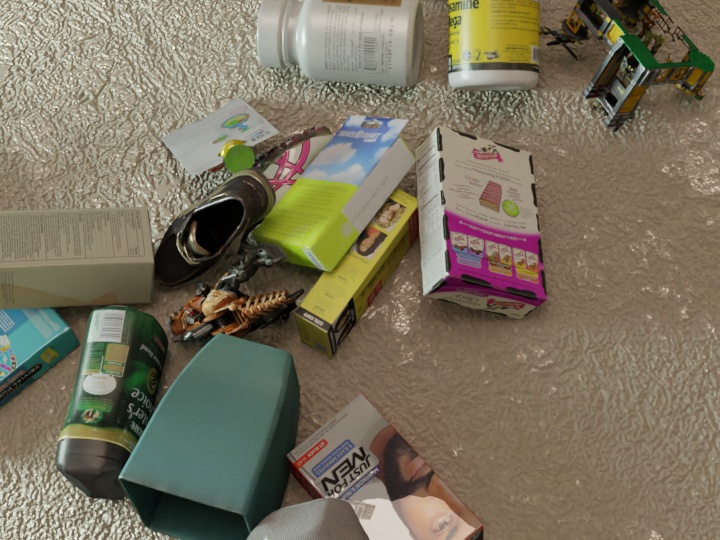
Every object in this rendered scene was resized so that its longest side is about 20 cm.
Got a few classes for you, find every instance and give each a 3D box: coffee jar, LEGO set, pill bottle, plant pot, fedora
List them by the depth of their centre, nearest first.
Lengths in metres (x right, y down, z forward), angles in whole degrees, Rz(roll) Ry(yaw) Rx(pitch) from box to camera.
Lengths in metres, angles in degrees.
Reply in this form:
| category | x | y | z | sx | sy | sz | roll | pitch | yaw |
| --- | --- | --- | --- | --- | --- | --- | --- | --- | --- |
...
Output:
| category | x | y | z | sx | sy | sz | roll | pitch | yaw |
| --- | --- | --- | --- | --- | --- | --- | --- | --- | --- |
| fedora | -0.050 | 0.290 | 1.358 | 0.176 | 0.200 | 0.091 | 10 | 49 | -31 |
| plant pot | -0.144 | 0.180 | 1.457 | 0.140 | 0.142 | 0.201 | 14 | 61 | 13 |
| coffee jar | -0.275 | 0.148 | 1.507 | 0.085 | 0.104 | 0.201 | 3 | 62 | 11 |
| pill bottle | 0.164 | -0.325 | 1.667 | 0.112 | 0.112 | 0.202 | 0 | 93 | 6 |
| LEGO set | 0.327 | -0.260 | 1.683 | 0.153 | 0.116 | 0.200 | -18 | 61 | -38 |
| pill bottle | -0.025 | -0.296 | 1.716 | 0.199 | 0.115 | 0.115 | 5 | 62 | 9 |

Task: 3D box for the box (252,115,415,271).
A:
| category | x | y | z | sx | sy | sz | roll | pitch | yaw |
| --- | --- | --- | --- | --- | --- | --- | --- | --- | --- |
| box | -0.025 | -0.094 | 1.591 | 0.122 | 0.048 | 0.200 | 12 | 58 | 50 |

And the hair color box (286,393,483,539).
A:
| category | x | y | z | sx | sy | sz | roll | pitch | yaw |
| --- | --- | --- | --- | --- | --- | --- | --- | --- | --- |
| hair color box | 0.026 | 0.243 | 1.446 | 0.111 | 0.064 | 0.200 | -38 | 66 | -15 |

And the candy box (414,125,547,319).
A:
| category | x | y | z | sx | sy | sz | roll | pitch | yaw |
| --- | --- | --- | --- | --- | --- | --- | --- | --- | --- |
| candy box | 0.137 | -0.055 | 1.564 | 0.136 | 0.061 | 0.201 | 14 | 58 | -26 |

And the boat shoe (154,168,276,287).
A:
| category | x | y | z | sx | sy | sz | roll | pitch | yaw |
| --- | --- | --- | --- | --- | --- | --- | --- | --- | --- |
| boat shoe | -0.183 | -0.045 | 1.564 | 0.075 | 0.200 | 0.073 | 48 | 31 | 0 |

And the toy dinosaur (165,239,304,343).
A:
| category | x | y | z | sx | sy | sz | roll | pitch | yaw |
| --- | --- | --- | --- | --- | --- | --- | --- | --- | --- |
| toy dinosaur | -0.139 | 0.046 | 1.529 | 0.199 | 0.103 | 0.136 | 14 | 39 | 41 |

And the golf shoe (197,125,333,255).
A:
| category | x | y | z | sx | sy | sz | roll | pitch | yaw |
| --- | --- | --- | --- | --- | --- | --- | --- | --- | --- |
| golf shoe | -0.103 | -0.099 | 1.653 | 0.200 | 0.073 | 0.092 | -38 | 96 | -20 |

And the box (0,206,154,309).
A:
| category | x | y | z | sx | sy | sz | roll | pitch | yaw |
| --- | --- | --- | --- | --- | --- | --- | --- | --- | --- |
| box | -0.344 | -0.015 | 1.581 | 0.199 | 0.078 | 0.095 | -1 | 49 | -14 |

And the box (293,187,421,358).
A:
| category | x | y | z | sx | sy | sz | roll | pitch | yaw |
| --- | --- | --- | --- | --- | --- | --- | --- | --- | --- |
| box | 0.000 | 0.000 | 1.576 | 0.050 | 0.075 | 0.200 | 28 | 67 | 18 |

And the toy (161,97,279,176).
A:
| category | x | y | z | sx | sy | sz | roll | pitch | yaw |
| --- | --- | --- | --- | --- | --- | --- | --- | --- | --- |
| toy | -0.168 | -0.151 | 1.660 | 0.115 | 0.047 | 0.200 | -28 | 22 | -9 |

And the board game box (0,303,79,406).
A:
| category | x | y | z | sx | sy | sz | roll | pitch | yaw |
| --- | --- | --- | --- | --- | --- | --- | --- | --- | --- |
| board game box | -0.455 | 0.091 | 1.589 | 0.200 | 0.047 | 0.151 | -39 | 64 | -15 |
